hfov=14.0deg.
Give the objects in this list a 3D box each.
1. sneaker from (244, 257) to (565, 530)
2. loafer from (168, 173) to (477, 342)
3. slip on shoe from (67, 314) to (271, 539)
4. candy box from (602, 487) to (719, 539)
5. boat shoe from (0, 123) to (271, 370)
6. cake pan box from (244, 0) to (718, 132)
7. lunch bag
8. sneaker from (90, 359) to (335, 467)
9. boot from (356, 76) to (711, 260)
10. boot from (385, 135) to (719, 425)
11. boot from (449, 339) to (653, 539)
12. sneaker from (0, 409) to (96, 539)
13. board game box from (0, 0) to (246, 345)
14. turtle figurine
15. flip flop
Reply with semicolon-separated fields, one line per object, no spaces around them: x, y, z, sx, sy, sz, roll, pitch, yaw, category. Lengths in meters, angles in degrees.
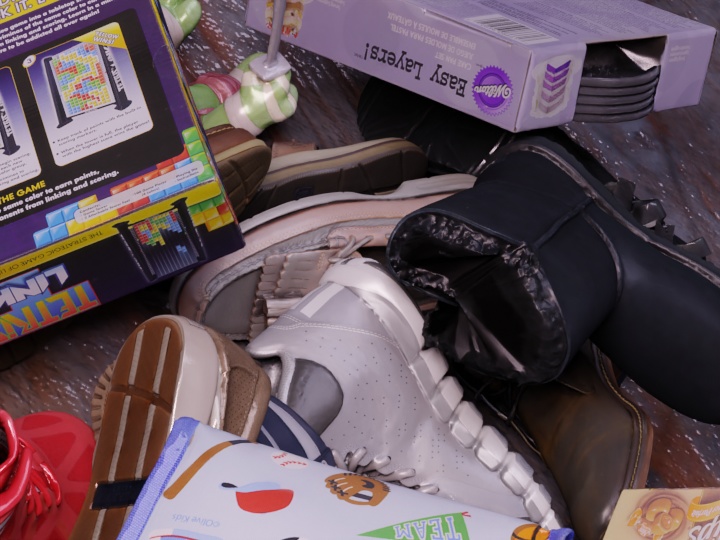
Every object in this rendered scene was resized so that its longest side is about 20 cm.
0.010;0.103;1.434;0.115;0.075;0.200;-35;91;-26;sneaker
0.000;0.000;1.498;0.200;0.072;0.063;-17;49;-33;loafer
-0.089;0.120;1.245;0.061;0.076;0.200;27;68;-37;slip on shoe
0.223;0.174;1.430;0.200;0.115;0.055;36;66;-29;candy box
-0.131;-0.025;1.408;0.200;0.072;0.068;-31;64;-30;boat shoe
0.069;-0.132;1.595;0.200;0.052;0.184;23;22;32;cake pan box
-0.028;0.172;1.096;0.170;0.124;0.200;16;53;15;lunch bag
-0.048;0.133;1.329;0.108;0.070;0.200;16;50;-58;sneaker
0.099;-0.046;1.656;0.162;0.073;0.198;38;-3;-32;boot
0.112;0.026;1.445;0.200;0.076;0.168;43;27;2;boot
0.092;0.076;1.524;0.097;0.075;0.200;20;26;-13;boot
-0.148;0.094;1.248;0.078;0.116;0.200;37;34;1;sneaker
-0.170;-0.047;1.346;0.200;0.057;0.165;-21;50;1;board game box
-0.092;-0.125;1.510;0.144;0.200;0.194;6;8;11;turtle figurine
-0.041;-0.038;1.545;0.200;0.081;0.058;-12;42;-41;flip flop
